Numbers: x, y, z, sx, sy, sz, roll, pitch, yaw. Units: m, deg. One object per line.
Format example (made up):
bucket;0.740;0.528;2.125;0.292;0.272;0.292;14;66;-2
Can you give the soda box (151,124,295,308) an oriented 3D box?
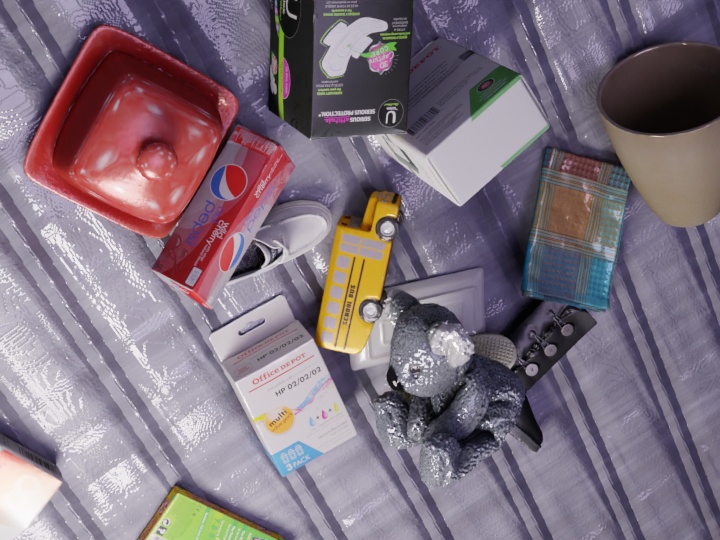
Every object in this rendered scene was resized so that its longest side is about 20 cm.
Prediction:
soda box;-0.156;-0.062;1.488;0.201;0.063;0.070;-60;158;-11

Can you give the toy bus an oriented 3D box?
toy bus;0.000;0.000;1.613;0.078;0.065;0.201;12;107;4

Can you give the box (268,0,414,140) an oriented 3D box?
box;-0.024;-0.264;1.461;0.124;0.148;0.201;-6;111;-23

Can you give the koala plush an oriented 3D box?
koala plush;0.098;0.121;1.584;0.183;0.177;0.201;-31;117;-14

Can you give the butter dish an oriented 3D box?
butter dish;-0.238;-0.135;1.421;0.199;0.148;0.201;27;97;-30

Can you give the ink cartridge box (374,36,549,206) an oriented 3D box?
ink cartridge box;0.105;-0.181;1.521;0.146;0.200;0.084;-41;123;-3

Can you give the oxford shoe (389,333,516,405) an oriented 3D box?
oxford shoe;0.117;0.148;1.728;0.199;0.075;0.058;-30;159;-6

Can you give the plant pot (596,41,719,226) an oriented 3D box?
plant pot;0.417;-0.160;1.679;0.187;0.187;0.201;-31;132;-9

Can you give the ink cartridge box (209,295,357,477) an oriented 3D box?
ink cartridge box;-0.098;0.146;1.636;0.115;0.068;0.201;-29;118;-10

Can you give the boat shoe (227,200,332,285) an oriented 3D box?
boat shoe;-0.121;-0.028;1.558;0.199;0.069;0.072;-16;115;-17

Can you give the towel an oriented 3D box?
towel;0.289;-0.052;1.722;0.146;0.022;0.201;10;90;-27

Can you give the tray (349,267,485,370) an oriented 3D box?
tray;0.079;0.067;1.707;0.199;0.022;0.108;-12;115;-18

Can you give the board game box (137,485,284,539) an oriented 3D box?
board game box;-0.189;0.365;1.706;0.200;0.030;0.096;33;96;-27

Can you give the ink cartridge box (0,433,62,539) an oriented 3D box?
ink cartridge box;-0.480;0.283;1.538;0.162;0.050;0.200;37;90;-30

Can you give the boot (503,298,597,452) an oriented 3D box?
boot;0.253;0.134;1.789;0.165;0.066;0.200;41;86;-32
